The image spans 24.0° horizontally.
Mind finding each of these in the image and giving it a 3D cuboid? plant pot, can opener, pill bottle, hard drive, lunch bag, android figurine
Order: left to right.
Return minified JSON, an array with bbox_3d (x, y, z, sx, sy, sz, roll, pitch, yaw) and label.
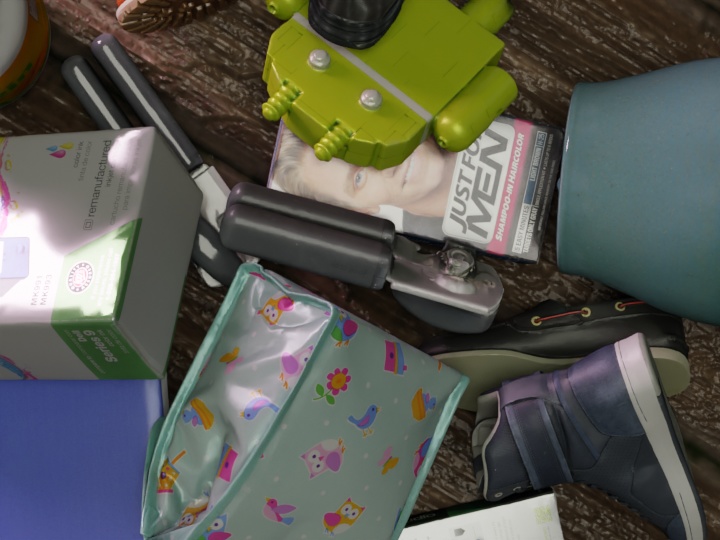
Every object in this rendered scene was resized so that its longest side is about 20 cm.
[{"bbox_3d":[-0.269,-0.165,1.104,0.110,0.200,0.112,0,91,-3],"label":"pill bottle"},{"bbox_3d":[-0.191,0.140,1.144,0.131,0.025,0.202,-6,85,10],"label":"hard drive"},{"bbox_3d":[-0.138,-0.076,1.189,0.053,0.067,0.201,-36,94,-3],"label":"can opener"},{"bbox_3d":[-0.045,0.121,1.132,0.170,0.122,0.201,28,89,-46],"label":"lunch bag"},{"bbox_3d":[0.000,0.000,1.157,0.199,0.053,0.067,15,127,-4],"label":"can opener"},{"bbox_3d":[0.015,-0.149,1.163,0.182,0.041,0.200,40,60,12],"label":"android figurine"},{"bbox_3d":[0.232,-0.055,1.159,0.187,0.200,0.202,5,91,10],"label":"plant pot"}]

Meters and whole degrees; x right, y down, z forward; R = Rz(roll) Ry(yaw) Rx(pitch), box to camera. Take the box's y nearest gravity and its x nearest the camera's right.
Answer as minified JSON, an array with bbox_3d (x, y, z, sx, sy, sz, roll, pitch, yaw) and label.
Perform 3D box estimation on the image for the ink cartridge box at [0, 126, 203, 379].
[{"bbox_3d":[-0.221,-0.008,1.119,0.199,0.088,0.146,-2,61,20],"label":"ink cartridge box"}]

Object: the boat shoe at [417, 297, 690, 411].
[{"bbox_3d":[0.134,0.059,1.216,0.200,0.074,0.063,-5,53,7],"label":"boat shoe"}]

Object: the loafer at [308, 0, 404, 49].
[{"bbox_3d":[0.028,-0.240,1.156,0.072,0.072,0.201,21,54,2],"label":"loafer"}]

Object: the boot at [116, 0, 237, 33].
[{"bbox_3d":[-0.104,-0.253,1.194,0.200,0.075,0.107,-37,76,1],"label":"boot"}]

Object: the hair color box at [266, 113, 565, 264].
[{"bbox_3d":[0.037,-0.073,1.205,0.199,0.061,0.101,12,90,-3],"label":"hair color box"}]

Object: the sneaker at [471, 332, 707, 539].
[{"bbox_3d":[0.159,0.139,1.194,0.145,0.077,0.203,-21,127,10],"label":"sneaker"}]

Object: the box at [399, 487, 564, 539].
[{"bbox_3d":[0.059,0.249,1.227,0.199,0.036,0.145,-12,92,-5],"label":"box"}]
